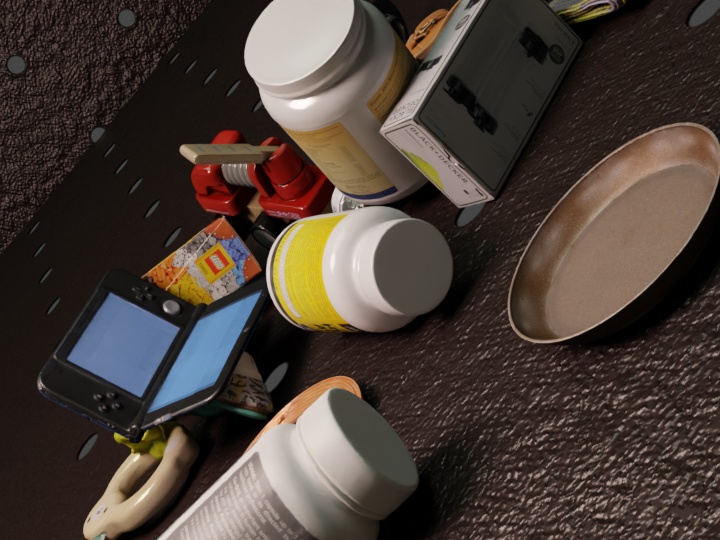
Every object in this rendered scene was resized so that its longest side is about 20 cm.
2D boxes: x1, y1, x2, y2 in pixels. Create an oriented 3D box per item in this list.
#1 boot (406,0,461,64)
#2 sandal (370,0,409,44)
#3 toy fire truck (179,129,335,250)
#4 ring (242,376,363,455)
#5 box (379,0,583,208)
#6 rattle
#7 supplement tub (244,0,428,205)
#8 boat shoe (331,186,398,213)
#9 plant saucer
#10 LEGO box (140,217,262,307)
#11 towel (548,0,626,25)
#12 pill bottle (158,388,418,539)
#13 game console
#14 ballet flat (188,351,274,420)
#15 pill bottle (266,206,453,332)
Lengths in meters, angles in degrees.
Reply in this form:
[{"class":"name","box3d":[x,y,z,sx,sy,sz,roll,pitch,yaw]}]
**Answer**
[{"class":"boot","box3d":[0.109,-0.274,1.577,0.200,0.074,0.155,-42,17,15]},{"class":"sandal","box3d":[0.035,-0.264,1.722,0.043,0.076,0.202,-35,35,37]},{"class":"toy fire truck","box3d":[-0.130,-0.107,1.548,0.174,0.201,0.129,12,58,40]},{"class":"ring","box3d":[-0.063,0.179,1.217,0.200,0.019,0.201,-42,21,20]},{"class":"box","box3d":[0.116,-0.174,1.317,0.060,0.116,0.201,-12,43,58]},{"class":"rattle","box3d":[-0.268,0.215,1.425,0.200,0.143,0.130,-46,36,-6]},{"class":"supplement tub","box3d":[-0.010,-0.172,1.356,0.143,0.200,0.146,-17,52,23]},{"class":"boat shoe","box3d":[0.045,-0.127,1.473,0.056,0.069,0.201,17,70,49]},{"class":"plant saucer","box3d":[0.189,-0.021,1.014,0.200,0.032,0.201,-43,22,21]},{"class":"LEGO box","box3d":[-0.210,0.023,1.617,0.148,0.078,0.200,-38,5,-15]},{"class":"towel","box3d":[0.256,-0.311,1.373,0.201,0.023,0.143,-52,19,-20]},{"class":"pill bottle","box3d":[-0.059,0.188,1.030,0.200,0.113,0.113,-45,20,15]},{"class":"game console","box3d":[-0.200,0.060,1.395,0.119,0.169,0.201,-61,3,38]},{"class":"ballet flat","box3d":[-0.139,0.112,1.409,0.072,0.072,0.200,-57,20,-19]},{"class":"pill bottle","box3d":[0.000,0.000,1.262,0.112,0.111,0.199,-56,20,-17]}]
